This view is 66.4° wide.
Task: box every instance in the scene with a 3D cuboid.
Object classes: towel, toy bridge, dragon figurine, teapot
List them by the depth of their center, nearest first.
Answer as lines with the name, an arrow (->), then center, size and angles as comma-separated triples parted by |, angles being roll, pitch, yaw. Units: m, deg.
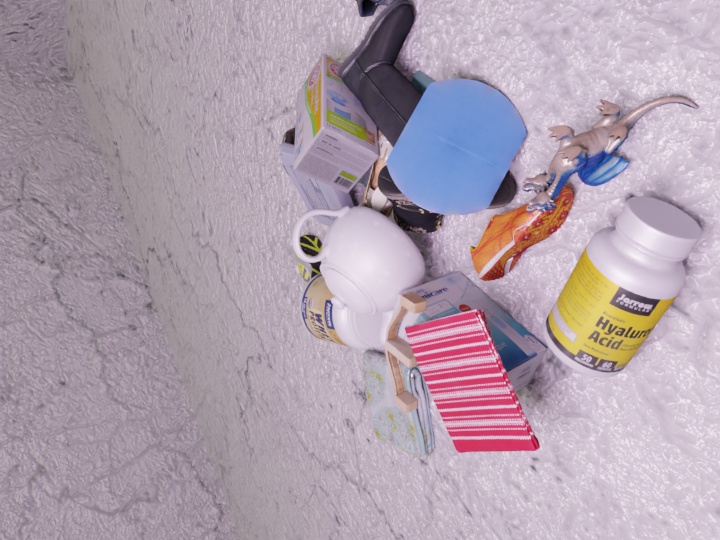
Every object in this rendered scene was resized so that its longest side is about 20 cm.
dragon figurine -> 0.277, -0.141, 0.645 | 0.198, 0.099, 0.060 | -28, 62, 12
towel -> 0.147, 0.156, 0.745 | 0.144, 0.022, 0.203 | -21, 93, 48
toy bridge -> 0.065, 0.124, 0.849 | 0.067, 0.027, 0.203 | 33, 130, 47
teapot -> 0.000, 0.000, 0.917 | 0.199, 0.146, 0.198 | 34, 160, 24
towel -> 0.073, 0.276, 1.141 | 0.170, 0.048, 0.204 | 4, 107, 54

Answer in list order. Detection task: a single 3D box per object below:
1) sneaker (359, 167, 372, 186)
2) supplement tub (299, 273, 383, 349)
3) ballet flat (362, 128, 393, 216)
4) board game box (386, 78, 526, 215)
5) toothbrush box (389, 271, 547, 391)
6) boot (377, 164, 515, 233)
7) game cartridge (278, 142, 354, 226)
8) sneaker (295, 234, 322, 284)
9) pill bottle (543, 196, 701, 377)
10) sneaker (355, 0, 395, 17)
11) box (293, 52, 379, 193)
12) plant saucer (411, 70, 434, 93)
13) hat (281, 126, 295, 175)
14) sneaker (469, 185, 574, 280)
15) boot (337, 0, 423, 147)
sneaker -> 0.002, -0.179, 1.031 | 0.199, 0.074, 0.089 | 4, 112, 54
supplement tub -> -0.020, 0.078, 1.105 | 0.199, 0.143, 0.147 | 3, 106, 55
ballet flat -> 0.048, -0.168, 0.920 | 0.065, 0.069, 0.203 | -77, -2, -70
board game box -> 0.136, -0.169, 0.780 | 0.156, 0.202, 0.039 | 28, 173, 11
toothbrush box -> 0.161, 0.107, 0.857 | 0.200, 0.145, 0.086 | 45, 136, 36
boot -> 0.134, -0.110, 0.862 | 0.154, 0.200, 0.075 | 60, -143, -71
game cartridge -> -0.078, -0.161, 1.096 | 0.132, 0.041, 0.201 | 29, 157, 39
sneaker -> -0.095, 0.017, 1.262 | 0.077, 0.074, 0.203 | 119, 136, -56
pill bottle -> 0.304, 0.020, 0.646 | 0.111, 0.110, 0.202 | 45, 137, 35
sneaker -> 0.052, -0.453, 0.840 | 0.199, 0.073, 0.083 | 5, 101, 62
box -> -0.043, -0.254, 0.944 | 0.101, 0.111, 0.203 | -43, 38, 42
plant saucer -> 0.137, -0.237, 0.858 | 0.200, 0.019, 0.071 | 47, 138, 33
hat -> -0.123, -0.250, 1.169 | 0.200, 0.080, 0.204 | 28, 126, 48
sneaker -> 0.216, -0.061, 0.777 | 0.200, 0.072, 0.078 | -48, 53, 48
boot -> 0.070, -0.294, 0.855 | 0.165, 0.065, 0.201 | -46, 62, 26
